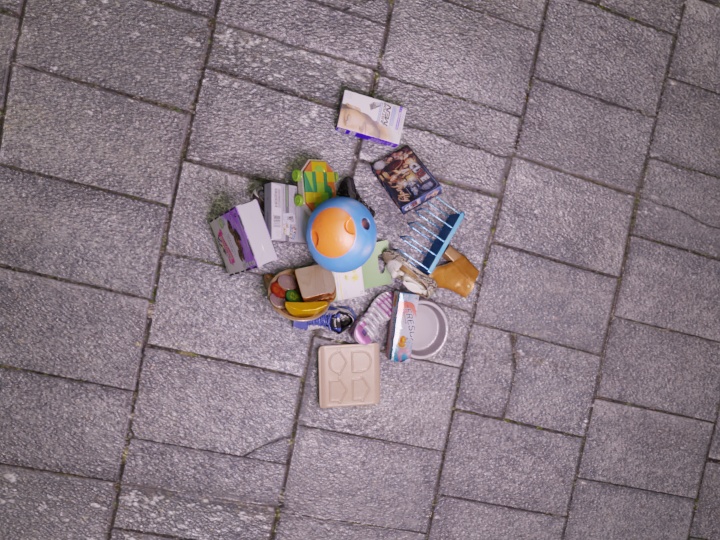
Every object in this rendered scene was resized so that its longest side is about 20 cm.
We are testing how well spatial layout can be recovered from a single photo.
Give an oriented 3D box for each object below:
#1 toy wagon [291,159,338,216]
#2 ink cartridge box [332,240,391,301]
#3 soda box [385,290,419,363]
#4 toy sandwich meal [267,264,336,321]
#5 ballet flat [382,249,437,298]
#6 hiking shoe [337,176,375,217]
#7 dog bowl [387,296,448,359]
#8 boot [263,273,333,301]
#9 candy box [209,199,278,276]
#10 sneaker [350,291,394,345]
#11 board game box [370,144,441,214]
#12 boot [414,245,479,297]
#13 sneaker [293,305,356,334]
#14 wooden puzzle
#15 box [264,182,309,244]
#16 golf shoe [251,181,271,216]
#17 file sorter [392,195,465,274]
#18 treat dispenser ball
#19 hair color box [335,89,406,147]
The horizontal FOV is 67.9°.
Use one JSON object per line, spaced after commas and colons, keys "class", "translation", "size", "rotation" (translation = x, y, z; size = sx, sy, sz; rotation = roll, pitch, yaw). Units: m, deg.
{"class": "toy wagon", "translation": [-0.121, -0.213, 1.539], "size": [0.152, 0.039, 0.207], "rotation": [-7, 92, -44]}
{"class": "ink cartridge box", "translation": [0.000, 0.000, 1.606], "size": [0.194, 0.048, 0.150], "rotation": [-10, 112, -8]}
{"class": "soda box", "translation": [0.123, 0.165, 1.584], "size": [0.062, 0.068, 0.207], "rotation": [7, 92, -12]}
{"class": "toy sandwich meal", "translation": [-0.161, 0.053, 1.500], "size": [0.199, 0.071, 0.209], "rotation": [8, 48, -9]}
{"class": "ballet flat", "translation": [0.135, 0.012, 1.566], "size": [0.198, 0.069, 0.075], "rotation": [36, 43, 9]}
{"class": "hiking shoe", "translation": [-0.007, -0.181, 1.607], "size": [0.099, 0.075, 0.207], "rotation": [-12, 92, -38]}
{"class": "dog bowl", "translation": [0.184, 0.180, 1.661], "size": [0.193, 0.059, 0.207], "rotation": [-1, 94, -9]}
{"class": "boot", "translation": [-0.182, 0.056, 1.588], "size": [0.142, 0.072, 0.200], "rotation": [-30, 59, -35]}
{"class": "candy box", "translation": [-0.328, -0.086, 1.487], "size": [0.071, 0.198, 0.172], "rotation": [-24, 97, -36]}
{"class": "sneaker", "translation": [0.035, 0.144, 1.628], "size": [0.081, 0.088, 0.200], "rotation": [48, 63, -9]}
{"class": "board game box", "translation": [0.133, -0.271, 1.575], "size": [0.133, 0.035, 0.202], "rotation": [-28, 56, -6]}
{"class": "boot", "translation": [0.271, 0.039, 1.648], "size": [0.144, 0.071, 0.202], "rotation": [41, 80, -5]}
{"class": "sneaker", "translation": [-0.101, 0.140, 1.582], "size": [0.193, 0.115, 0.083], "rotation": [1, 93, -9]}
{"class": "wooden puzzle", "translation": [-0.035, 0.319, 1.642], "size": [0.193, 0.046, 0.192], "rotation": [-2, 94, -14]}
{"class": "box", "translation": [-0.184, -0.158, 1.529], "size": [0.196, 0.040, 0.161], "rotation": [1, 88, -44]}
{"class": "golf shoe", "translation": [-0.237, -0.178, 1.570], "size": [0.200, 0.093, 0.079], "rotation": [47, 55, -31]}
{"class": "file sorter", "translation": [0.199, -0.110, 1.608], "size": [0.121, 0.139, 0.203], "rotation": [31, 88, -6]}
{"class": "treat dispenser ball", "translation": [-0.052, -0.097, 1.463], "size": [0.194, 0.201, 0.208], "rotation": [-1, 94, -9]}
{"class": "hair color box", "translation": [0.031, -0.450, 1.596], "size": [0.194, 0.065, 0.113], "rotation": [13, 92, -8]}
